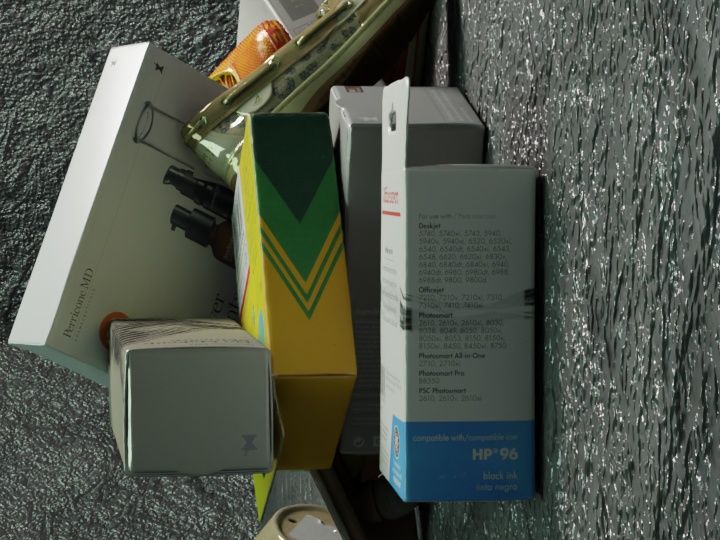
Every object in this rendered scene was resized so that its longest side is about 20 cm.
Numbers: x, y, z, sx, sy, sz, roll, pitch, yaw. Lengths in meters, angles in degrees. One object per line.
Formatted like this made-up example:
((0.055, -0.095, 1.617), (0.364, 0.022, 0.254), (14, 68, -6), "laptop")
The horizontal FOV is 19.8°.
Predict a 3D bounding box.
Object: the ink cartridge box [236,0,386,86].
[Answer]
((-0.021, -0.094, 1.442), (0.201, 0.044, 0.177), (57, 159, 24), "ink cartridge box")

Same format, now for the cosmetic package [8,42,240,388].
((-0.119, -0.020, 1.303), (0.051, 0.150, 0.202), (-1, 68, 52), "cosmetic package")

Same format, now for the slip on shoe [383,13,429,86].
((0.014, -0.170, 1.419), (0.201, 0.061, 0.075), (95, 171, -55), "slip on shoe")

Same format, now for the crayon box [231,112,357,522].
((-0.039, 0.027, 1.181), (0.127, 0.050, 0.202), (106, 161, -61), "crayon box")

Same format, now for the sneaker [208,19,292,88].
((-0.082, -0.109, 1.401), (0.073, 0.077, 0.200), (64, 158, 9), "sneaker")

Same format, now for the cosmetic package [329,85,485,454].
((0.023, -0.002, 1.216), (0.107, 0.089, 0.202), (-108, 22, -70), "cosmetic package")

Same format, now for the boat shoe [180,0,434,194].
((-0.025, -0.134, 1.277), (0.200, 0.063, 0.073), (-46, -14, -14), "boat shoe")

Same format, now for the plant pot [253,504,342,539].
((-0.052, 0.296, 1.639), (0.188, 0.186, 0.202), (-103, 28, -67), "plant pot")

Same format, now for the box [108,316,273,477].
((-0.099, 0.067, 1.157), (0.200, 0.081, 0.069), (-165, 75, -79), "box")

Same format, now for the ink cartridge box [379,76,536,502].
((0.047, 0.007, 1.031), (0.116, 0.067, 0.202), (-155, 65, -84), "ink cartridge box")

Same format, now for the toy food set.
((-0.003, 0.093, 1.412), (0.144, 0.060, 0.201), (-94, -14, -48), "toy food set")
